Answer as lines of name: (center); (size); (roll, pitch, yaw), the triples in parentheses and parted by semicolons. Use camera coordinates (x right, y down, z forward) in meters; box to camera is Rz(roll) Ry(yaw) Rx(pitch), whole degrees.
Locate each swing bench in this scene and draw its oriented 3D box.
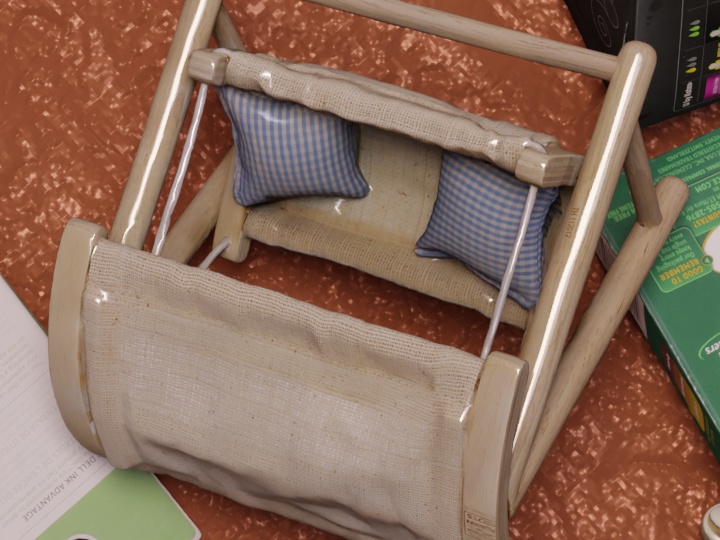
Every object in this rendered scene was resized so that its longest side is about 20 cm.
swing bench: (0.000, 0.000, 1.064); (0.198, 0.130, 0.201); (16, 69, 22)

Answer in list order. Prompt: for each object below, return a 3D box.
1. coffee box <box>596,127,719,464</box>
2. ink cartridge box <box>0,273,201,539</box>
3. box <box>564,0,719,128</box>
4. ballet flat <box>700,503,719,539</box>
coffee box: (0.188, 0.026, 1.124); (0.123, 0.044, 0.200); (-25, 59, -7)
ink cartridge box: (-0.182, 0.079, 1.122); (0.145, 0.048, 0.200); (-41, 109, -15)
box: (0.178, -0.176, 1.135); (0.199, 0.124, 0.149); (-19, 63, -5)
ballet flat: (0.154, 0.138, 1.130); (0.074, 0.074, 0.200); (45, 79, 4)
